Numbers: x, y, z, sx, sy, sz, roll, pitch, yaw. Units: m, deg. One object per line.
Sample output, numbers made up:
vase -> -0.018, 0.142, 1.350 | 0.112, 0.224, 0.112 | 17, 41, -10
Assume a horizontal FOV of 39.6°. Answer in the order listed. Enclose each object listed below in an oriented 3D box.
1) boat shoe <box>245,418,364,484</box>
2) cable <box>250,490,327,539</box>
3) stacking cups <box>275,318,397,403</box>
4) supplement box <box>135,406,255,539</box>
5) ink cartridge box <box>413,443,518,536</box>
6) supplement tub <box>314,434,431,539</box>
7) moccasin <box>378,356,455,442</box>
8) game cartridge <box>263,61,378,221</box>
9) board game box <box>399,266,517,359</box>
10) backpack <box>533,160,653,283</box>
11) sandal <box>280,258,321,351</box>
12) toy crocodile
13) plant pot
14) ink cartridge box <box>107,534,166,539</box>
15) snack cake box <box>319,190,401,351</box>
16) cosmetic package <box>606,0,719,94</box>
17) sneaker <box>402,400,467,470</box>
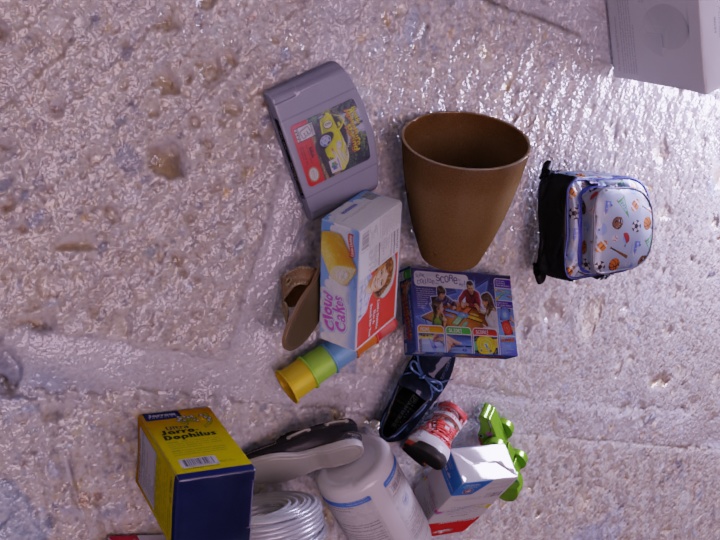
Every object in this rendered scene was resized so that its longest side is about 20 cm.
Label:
boat shoe -> -0.096, 0.274, 1.532 | 0.199, 0.060, 0.074 | -14, 138, -2
cable -> -0.150, 0.375, 1.464 | 0.199, 0.200, 0.070 | -7, 92, 3
stacking cups -> -0.033, 0.120, 1.517 | 0.200, 0.060, 0.061 | -35, 121, -16
supplement box -> -0.231, 0.282, 1.377 | 0.109, 0.200, 0.109 | -3, 109, -27
ink cartridge box -> 0.163, 0.373, 1.680 | 0.116, 0.067, 0.200 | 1, 141, -29
supplement tub -> 0.022, 0.373, 1.594 | 0.132, 0.132, 0.200 | -33, 121, -15
moccasin -> 0.095, 0.191, 1.590 | 0.201, 0.080, 0.068 | -65, 168, 4
game cartridge -> -0.047, -0.185, 1.413 | 0.133, 0.041, 0.201 | -30, 120, -21
board game box -> 0.156, 0.069, 1.579 | 0.199, 0.034, 0.136 | 6, 73, -30
backpack -> 0.389, -0.077, 1.627 | 0.190, 0.154, 0.201 | -10, 109, -36
sandal -> -0.081, 0.018, 1.455 | 0.212, 0.069, 0.078 | -60, 154, -21
toy crocodile -> 0.243, 0.319, 1.744 | 0.200, 0.062, 0.068 | 64, 34, -28
plant pot -> 0.144, -0.107, 1.479 | 0.186, 0.186, 0.201 | -13, 129, -25
ink cartridge box -> -0.286, 0.476, 1.487 | 0.199, 0.086, 0.148 | 7, 104, -30
snack cake box -> 0.000, 0.000, 1.441 | 0.115, 0.067, 0.201 | -38, 139, -48
cosmetic package -> 0.491, -0.396, 1.538 | 0.123, 0.200, 0.200 | -25, 118, -22
sneaker -> 0.124, 0.255, 1.587 | 0.067, 0.201, 0.108 | 39, 79, 4
